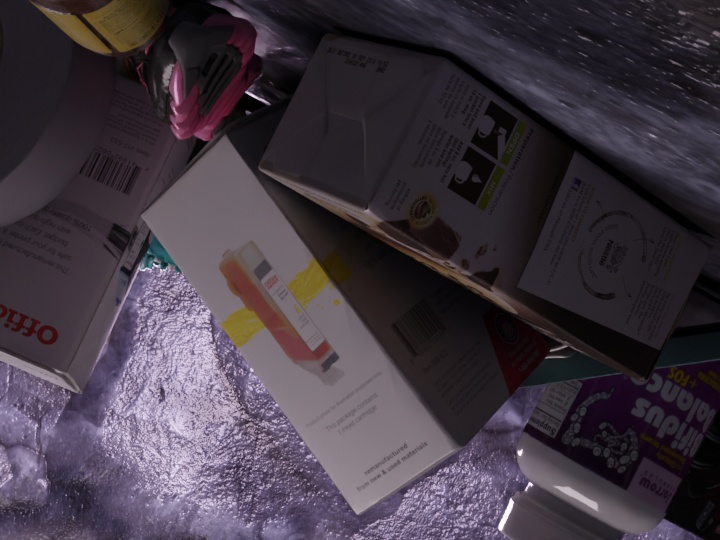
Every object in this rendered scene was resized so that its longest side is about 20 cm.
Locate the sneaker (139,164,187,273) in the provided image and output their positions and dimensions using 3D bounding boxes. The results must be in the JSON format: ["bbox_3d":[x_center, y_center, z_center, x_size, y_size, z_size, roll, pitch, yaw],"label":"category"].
[{"bbox_3d":[-0.134,-0.027,1.099,0.199,0.080,0.078,38,155,3],"label":"sneaker"}]

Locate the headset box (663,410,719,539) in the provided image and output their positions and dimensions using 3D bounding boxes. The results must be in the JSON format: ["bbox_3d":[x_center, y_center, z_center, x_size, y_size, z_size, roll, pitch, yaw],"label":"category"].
[{"bbox_3d":[0.254,0.127,1.302,0.199,0.150,0.077,29,177,-27],"label":"headset box"}]

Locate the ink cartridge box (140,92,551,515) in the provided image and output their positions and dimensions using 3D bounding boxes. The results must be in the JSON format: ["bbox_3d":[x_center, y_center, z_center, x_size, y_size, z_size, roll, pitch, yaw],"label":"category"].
[{"bbox_3d":[-0.004,0.007,0.826,0.201,0.083,0.145,54,-148,2],"label":"ink cartridge box"}]

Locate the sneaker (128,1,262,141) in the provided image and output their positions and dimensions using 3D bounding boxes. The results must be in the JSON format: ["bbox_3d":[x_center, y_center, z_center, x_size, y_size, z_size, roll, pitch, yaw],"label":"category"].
[{"bbox_3d":[-0.115,-0.133,0.911,0.095,0.079,0.200,39,177,-2],"label":"sneaker"}]

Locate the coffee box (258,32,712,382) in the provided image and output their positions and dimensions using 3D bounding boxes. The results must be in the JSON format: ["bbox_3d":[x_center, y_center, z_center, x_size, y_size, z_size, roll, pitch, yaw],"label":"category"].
[{"bbox_3d":[0.064,-0.031,0.749,0.199,0.080,0.113,29,178,-33],"label":"coffee box"}]

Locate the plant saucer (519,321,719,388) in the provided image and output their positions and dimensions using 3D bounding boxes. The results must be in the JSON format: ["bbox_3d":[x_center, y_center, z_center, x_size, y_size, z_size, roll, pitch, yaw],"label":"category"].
[{"bbox_3d":[0.157,0.052,0.925,0.197,0.019,0.070,-8,-177,9],"label":"plant saucer"}]

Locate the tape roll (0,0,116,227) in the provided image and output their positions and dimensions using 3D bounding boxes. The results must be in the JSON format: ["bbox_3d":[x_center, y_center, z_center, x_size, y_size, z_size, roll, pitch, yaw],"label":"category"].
[{"bbox_3d":[-0.256,-0.128,0.944,0.199,0.202,0.066,27,178,17],"label":"tape roll"}]

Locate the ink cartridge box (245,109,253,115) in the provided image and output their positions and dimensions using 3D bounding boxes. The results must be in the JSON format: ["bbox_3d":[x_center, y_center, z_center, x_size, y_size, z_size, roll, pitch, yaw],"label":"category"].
[{"bbox_3d":[0.020,-0.067,0.999,0.198,0.044,0.198,27,179,-4],"label":"ink cartridge box"}]

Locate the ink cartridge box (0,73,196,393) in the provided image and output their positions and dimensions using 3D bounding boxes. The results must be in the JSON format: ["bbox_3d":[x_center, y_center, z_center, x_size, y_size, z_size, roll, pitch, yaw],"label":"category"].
[{"bbox_3d":[-0.216,-0.040,1.017,0.145,0.202,0.086,23,167,3],"label":"ink cartridge box"}]

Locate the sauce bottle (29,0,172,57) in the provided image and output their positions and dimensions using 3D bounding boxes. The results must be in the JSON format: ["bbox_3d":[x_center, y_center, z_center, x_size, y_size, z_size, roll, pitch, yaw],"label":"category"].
[{"bbox_3d":[-0.130,-0.147,0.693,0.064,0.065,0.200,28,177,2],"label":"sauce bottle"}]

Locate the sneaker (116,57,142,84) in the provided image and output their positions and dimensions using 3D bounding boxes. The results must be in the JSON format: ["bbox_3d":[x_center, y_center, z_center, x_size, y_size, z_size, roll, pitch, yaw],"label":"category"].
[{"bbox_3d":[-0.177,-0.157,1.113,0.089,0.076,0.200,26,169,8],"label":"sneaker"}]

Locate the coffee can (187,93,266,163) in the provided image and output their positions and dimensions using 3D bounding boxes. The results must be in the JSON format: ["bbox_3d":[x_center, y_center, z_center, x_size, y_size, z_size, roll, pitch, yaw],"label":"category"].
[{"bbox_3d":[-0.075,-0.052,1.241,0.199,0.148,0.146,29,178,-22],"label":"coffee can"}]

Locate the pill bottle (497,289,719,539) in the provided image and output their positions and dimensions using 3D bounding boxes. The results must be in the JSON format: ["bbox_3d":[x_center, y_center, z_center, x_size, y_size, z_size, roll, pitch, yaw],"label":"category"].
[{"bbox_3d":[0.174,0.105,1.017,0.111,0.202,0.112,27,178,1],"label":"pill bottle"}]

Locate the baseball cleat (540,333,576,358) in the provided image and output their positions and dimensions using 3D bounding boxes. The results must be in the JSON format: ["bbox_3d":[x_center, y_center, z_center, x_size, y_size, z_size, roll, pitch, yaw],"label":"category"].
[{"bbox_3d":[0.117,0.014,0.944,0.105,0.071,0.200,-15,-179,-16],"label":"baseball cleat"}]
